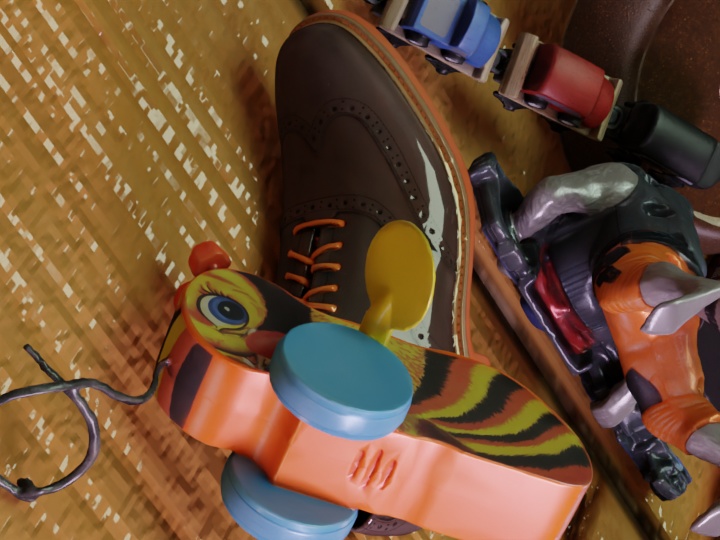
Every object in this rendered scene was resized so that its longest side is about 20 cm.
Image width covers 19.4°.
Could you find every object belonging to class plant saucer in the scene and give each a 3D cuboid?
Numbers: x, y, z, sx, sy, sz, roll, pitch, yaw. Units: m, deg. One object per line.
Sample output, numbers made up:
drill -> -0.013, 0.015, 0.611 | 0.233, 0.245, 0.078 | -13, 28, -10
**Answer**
plant saucer -> 0.190, -0.095, 1.011 | 0.200, 0.200, 0.034 | 49, 0, -31

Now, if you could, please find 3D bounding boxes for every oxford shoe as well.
oxford shoe -> 0.000, 0.000, 0.784 | 0.072, 0.071, 0.200 | -11, 84, -52

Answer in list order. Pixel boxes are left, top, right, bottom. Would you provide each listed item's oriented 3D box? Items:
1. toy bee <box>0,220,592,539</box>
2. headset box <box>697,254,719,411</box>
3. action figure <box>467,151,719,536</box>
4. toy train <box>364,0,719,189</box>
toy bee -> -0.022, 0.030, 0.703 | 0.200, 0.131, 0.109 | 33, 24, -30
headset box -> 0.246, 0.046, 1.115 | 0.149, 0.077, 0.200 | 63, 33, -14
action figure -> 0.137, 0.028, 0.922 | 0.200, 0.104, 0.194 | 55, 8, -31
toy train -> 0.085, -0.081, 0.925 | 0.200, 0.046, 0.034 | 24, 88, -29
